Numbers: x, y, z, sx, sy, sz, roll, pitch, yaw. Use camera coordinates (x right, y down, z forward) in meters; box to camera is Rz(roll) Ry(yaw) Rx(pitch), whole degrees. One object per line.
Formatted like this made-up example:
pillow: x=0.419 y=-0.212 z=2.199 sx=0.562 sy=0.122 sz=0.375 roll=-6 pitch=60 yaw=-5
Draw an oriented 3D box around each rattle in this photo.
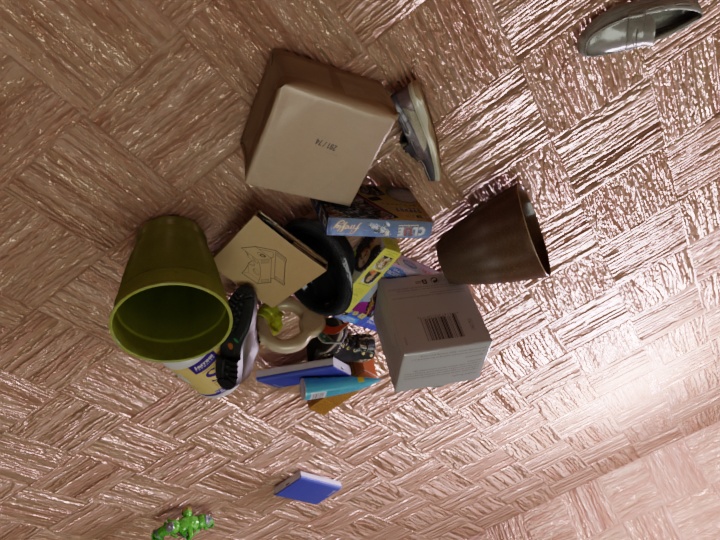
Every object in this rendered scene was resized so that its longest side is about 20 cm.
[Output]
rattle: x=-0.130 y=0.146 z=1.281 sx=0.193 sy=0.132 sz=0.146 roll=5 pitch=127 yaw=-10

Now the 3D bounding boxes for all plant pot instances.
plant pot: x=0.259 y=-0.048 z=1.199 sx=0.195 sy=0.192 sz=0.187 roll=-21 pitch=141 yaw=24
plant pot: x=-0.326 y=0.018 z=1.033 sx=0.193 sy=0.197 sz=0.204 roll=-9 pitch=139 yaw=-8

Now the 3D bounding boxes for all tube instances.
tube: x=-0.048 y=0.276 z=1.420 sx=0.194 sy=0.052 sz=0.077 roll=0 pitch=167 yaw=-24

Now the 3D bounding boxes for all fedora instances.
fedora: x=-0.069 y=-0.019 z=1.144 sx=0.091 sy=0.198 sz=0.204 roll=-40 pitch=161 yaw=-46

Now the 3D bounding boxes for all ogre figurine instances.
ogre figurine: x=-0.556 y=0.818 z=1.898 sx=0.195 sy=0.101 sz=0.120 roll=20 pitch=140 yaw=-20

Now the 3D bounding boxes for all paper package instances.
paper package: x=-0.071 y=-0.217 z=0.939 sx=0.194 sy=0.105 sz=0.193 roll=9 pitch=133 yaw=-28

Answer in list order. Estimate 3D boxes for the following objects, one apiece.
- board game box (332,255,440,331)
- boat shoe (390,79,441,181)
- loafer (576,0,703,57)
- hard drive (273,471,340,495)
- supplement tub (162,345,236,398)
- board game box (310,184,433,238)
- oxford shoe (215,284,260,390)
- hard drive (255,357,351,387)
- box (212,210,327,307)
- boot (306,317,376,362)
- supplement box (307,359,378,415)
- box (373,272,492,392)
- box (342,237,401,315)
board game box: x=0.063 y=0.055 z=1.328 sx=0.196 sy=0.042 sz=0.200 roll=20 pitch=126 yaw=-35
boat shoe: x=0.096 y=-0.230 z=1.014 sx=0.063 sy=0.074 sz=0.202 roll=-12 pitch=143 yaw=13
loafer: x=0.448 y=-0.393 z=0.955 sx=0.195 sy=0.071 sz=0.071 roll=-23 pitch=139 yaw=6
hard drive: x=-0.173 y=0.724 z=1.971 sx=0.131 sy=0.026 sz=0.198 roll=-38 pitch=135 yaw=21
supplement tub: x=-0.329 y=0.155 z=1.218 sx=0.142 sy=0.148 sz=0.202 roll=-22 pitch=140 yaw=7
board game box: x=0.017 y=-0.108 z=1.060 sx=0.193 sy=0.137 sz=0.036 roll=2 pitch=123 yaw=-20
oxford shoe: x=-0.234 y=0.126 z=1.176 sx=0.084 sy=0.071 sz=0.207 roll=-10 pitch=116 yaw=-64
hard drive: x=-0.133 y=0.246 z=1.416 sx=0.193 sy=0.026 sz=0.132 roll=-12 pitch=159 yaw=15
box: x=-0.176 y=-0.014 z=1.103 sx=0.162 sy=0.022 sz=0.198 roll=36 pitch=139 yaw=-21
boot: x=-0.032 y=0.167 z=1.376 sx=0.146 sy=0.075 sz=0.201 roll=4 pitch=149 yaw=-24
supplement box: x=-0.051 y=0.290 z=1.524 sx=0.198 sy=0.068 sz=0.068 roll=-39 pitch=135 yaw=22
box: x=0.143 y=0.123 z=1.245 sx=0.192 sy=0.204 sz=0.133 roll=-6 pitch=137 yaw=-14
box: x=0.000 y=0.000 z=1.223 sx=0.049 sy=0.077 sz=0.201 roll=16 pitch=128 yaw=-35
